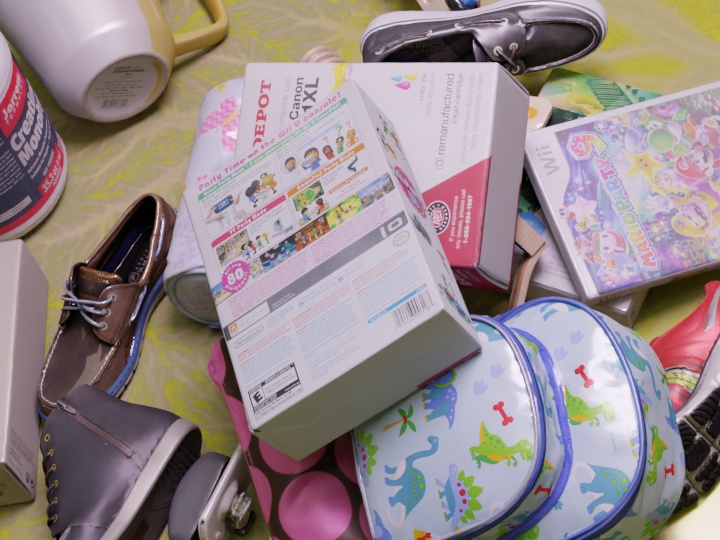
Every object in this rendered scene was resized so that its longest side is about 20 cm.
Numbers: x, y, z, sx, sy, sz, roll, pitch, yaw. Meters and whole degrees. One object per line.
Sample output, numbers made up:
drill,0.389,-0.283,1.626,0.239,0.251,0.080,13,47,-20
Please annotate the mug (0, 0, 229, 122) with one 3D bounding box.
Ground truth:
mug,-0.219,-0.222,1.316,0.186,0.150,0.154,-32,64,-1

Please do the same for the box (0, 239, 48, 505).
box,-0.293,0.080,1.178,0.081,0.069,0.201,-8,56,8

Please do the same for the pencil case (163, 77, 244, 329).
pencil case,-0.099,-0.056,1.212,0.090,0.083,0.202,1,58,8

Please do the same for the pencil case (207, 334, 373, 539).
pencil case,-0.042,0.127,1.042,0.093,0.091,0.201,-19,73,-4

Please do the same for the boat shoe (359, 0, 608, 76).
boat shoe,0.098,-0.174,1.202,0.198,0.069,0.057,-6,40,7

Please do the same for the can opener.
can opener,-0.077,0.114,1.114,0.066,0.053,0.201,19,63,23

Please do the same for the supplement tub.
supplement tub,-0.334,-0.124,1.238,0.139,0.201,0.141,-6,57,9

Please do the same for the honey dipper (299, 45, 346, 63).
honey dipper,0.016,-0.113,1.178,0.038,0.038,0.200,-35,49,-10

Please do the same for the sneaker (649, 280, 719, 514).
sneaker,0.224,0.089,1.063,0.085,0.077,0.200,20,61,46

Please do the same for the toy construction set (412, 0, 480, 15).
toy construction set,0.088,-0.244,1.283,0.200,0.131,0.093,44,118,26

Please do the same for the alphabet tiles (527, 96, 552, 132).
alphabet tiles,0.045,-0.109,1.203,0.194,0.015,0.201,10,46,22

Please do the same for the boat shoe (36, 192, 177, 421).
boat shoe,-0.203,0.025,1.189,0.072,0.073,0.201,13,62,20

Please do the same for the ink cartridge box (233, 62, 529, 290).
ink cartridge box,0.010,-0.068,1.089,0.198,0.083,0.147,3,81,23

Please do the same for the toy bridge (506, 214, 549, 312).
toy bridge,0.070,0.053,1.111,0.067,0.027,0.200,40,88,-14

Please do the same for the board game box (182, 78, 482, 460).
board game box,-0.023,-0.003,0.980,0.147,0.064,0.201,-31,53,16

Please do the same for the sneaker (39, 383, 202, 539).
sneaker,-0.206,0.178,1.090,0.105,0.075,0.201,19,55,19

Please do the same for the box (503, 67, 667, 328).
box,0.178,-0.060,1.178,0.143,0.036,0.201,18,62,23

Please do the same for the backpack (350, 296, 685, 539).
backpack,0.096,0.113,0.975,0.199,0.147,0.184,-24,61,23

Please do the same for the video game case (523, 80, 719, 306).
video game case,0.233,-0.064,1.135,0.198,0.018,0.144,-16,66,-11
